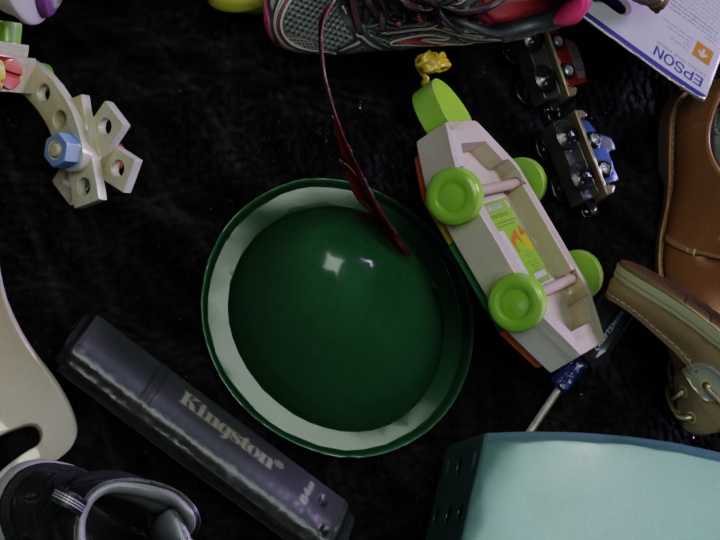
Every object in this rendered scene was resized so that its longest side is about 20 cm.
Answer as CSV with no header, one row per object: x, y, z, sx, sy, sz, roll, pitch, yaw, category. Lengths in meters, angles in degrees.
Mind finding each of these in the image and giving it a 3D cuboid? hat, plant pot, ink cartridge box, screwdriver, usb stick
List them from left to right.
-0.088,0.096,1.049,0.199,0.056,0.033,38,108,-5,usb stick
0.000,0.000,1.030,0.199,0.176,0.166,35,69,-5,hat
0.111,0.084,1.124,0.200,0.028,0.029,-50,136,-19,screwdriver
0.141,0.167,1.052,0.198,0.141,0.143,16,77,-9,plant pot
0.168,-0.225,1.192,0.199,0.041,0.201,34,58,-8,ink cartridge box

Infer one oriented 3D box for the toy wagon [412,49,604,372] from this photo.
0.080,-0.037,1.089,0.039,0.155,0.201,-33,84,20,toy wagon

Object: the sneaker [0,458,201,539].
-0.102,0.168,0.980,0.199,0.114,0.076,35,69,-21,sneaker

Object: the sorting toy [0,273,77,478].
-0.248,0.075,0.987,0.180,0.107,0.201,44,59,-15,sorting toy

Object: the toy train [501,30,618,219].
0.121,-0.130,1.178,0.045,0.034,0.202,-13,80,-32,toy train

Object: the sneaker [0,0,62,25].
-0.204,-0.190,1.026,0.099,0.200,0.076,16,105,-6,sneaker

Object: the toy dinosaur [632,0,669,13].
0.135,-0.248,1.141,0.106,0.060,0.202,0,72,-50,toy dinosaur

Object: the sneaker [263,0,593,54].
0.039,-0.166,1.073,0.198,0.081,0.075,-11,34,5,sneaker

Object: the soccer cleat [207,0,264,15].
-0.015,-0.227,1.107,0.199,0.084,0.065,-29,53,3,soccer cleat

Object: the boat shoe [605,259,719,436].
0.221,0.074,1.114,0.199,0.074,0.067,40,101,2,boat shoe

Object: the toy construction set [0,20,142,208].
-0.208,-0.102,1.007,0.199,0.130,0.093,26,78,-55,toy construction set

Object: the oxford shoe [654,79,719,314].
0.230,-0.023,1.161,0.071,0.071,0.203,-4,84,-19,oxford shoe
